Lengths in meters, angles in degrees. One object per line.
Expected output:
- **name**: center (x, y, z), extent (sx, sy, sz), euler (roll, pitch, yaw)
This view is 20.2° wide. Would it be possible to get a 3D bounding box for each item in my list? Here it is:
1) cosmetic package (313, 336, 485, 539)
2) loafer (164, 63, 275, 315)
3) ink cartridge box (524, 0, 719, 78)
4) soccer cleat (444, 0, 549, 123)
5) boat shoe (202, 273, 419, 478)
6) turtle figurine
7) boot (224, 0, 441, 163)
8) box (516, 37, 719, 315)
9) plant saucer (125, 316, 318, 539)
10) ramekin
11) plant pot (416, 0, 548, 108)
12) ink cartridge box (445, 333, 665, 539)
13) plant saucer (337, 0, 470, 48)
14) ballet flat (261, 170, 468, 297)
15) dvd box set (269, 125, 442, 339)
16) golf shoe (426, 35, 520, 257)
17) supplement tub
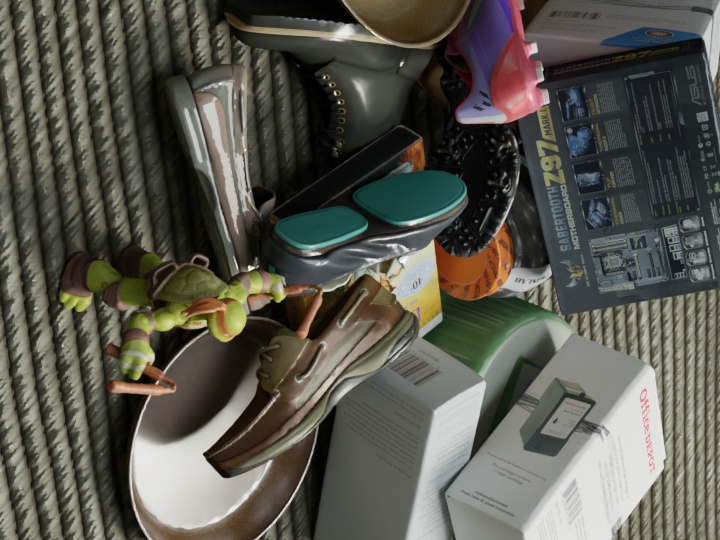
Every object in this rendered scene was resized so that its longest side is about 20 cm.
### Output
- **cosmetic package**: center (0.031, 0.160, 1.671), extent (0.074, 0.102, 0.201), euler (-25, 137, -42)
- **loafer**: center (-0.090, -0.059, 1.502), extent (0.063, 0.072, 0.201), euler (-20, 119, -8)
- **ink cartridge box**: center (0.225, -0.185, 1.722), extent (0.200, 0.145, 0.084), euler (-53, 146, -62)
- **soccer cleat**: center (0.095, -0.199, 1.597), extent (0.067, 0.076, 0.201), euler (71, 7, -55)
- **boat shoe**: center (-0.047, 0.079, 1.566), extent (0.200, 0.076, 0.074), euler (-40, 98, -19)
- **turtle figurine**: center (-0.138, 0.022, 1.416), extent (0.200, 0.161, 0.065), euler (-28, 123, -40)
- **boot**: center (-0.028, -0.142, 1.565), extent (0.199, 0.077, 0.139), euler (1, 118, -37)
- **box**: center (0.218, -0.074, 1.622), extent (0.051, 0.157, 0.201), euler (-66, 142, -68)
- **plant saucer**: center (-0.112, 0.130, 1.580), extent (0.200, 0.032, 0.201), euler (-18, 116, -43)
- **ramekin**: center (0.111, 0.112, 1.782), extent (0.200, 0.097, 0.201), euler (-19, 116, -44)
- **plant pot**: center (0.091, -0.236, 1.696), extent (0.200, 0.027, 0.201), euler (-21, 118, -44)
- **ink cartridge box**: center (0.169, 0.177, 1.713), extent (0.200, 0.084, 0.146), euler (-48, 144, -28)
- **plant saucer**: center (0.016, -0.264, 1.511), extent (0.200, 0.035, 0.201), euler (7, 81, -49)
- **ballet flat**: center (0.000, -0.024, 1.535), extent (0.200, 0.073, 0.073), euler (-21, 118, -42)
- **dvd box set**: center (0.000, 0.000, 1.633), extent (0.146, 0.029, 0.200), euler (-35, 137, -28)
- **golf shoe**: center (0.100, -0.096, 1.644), extent (0.095, 0.077, 0.201), euler (57, 37, -64)
- **supplement tub**: center (0.146, -0.052, 1.748), extent (0.200, 0.122, 0.123), euler (-27, 122, -42)
